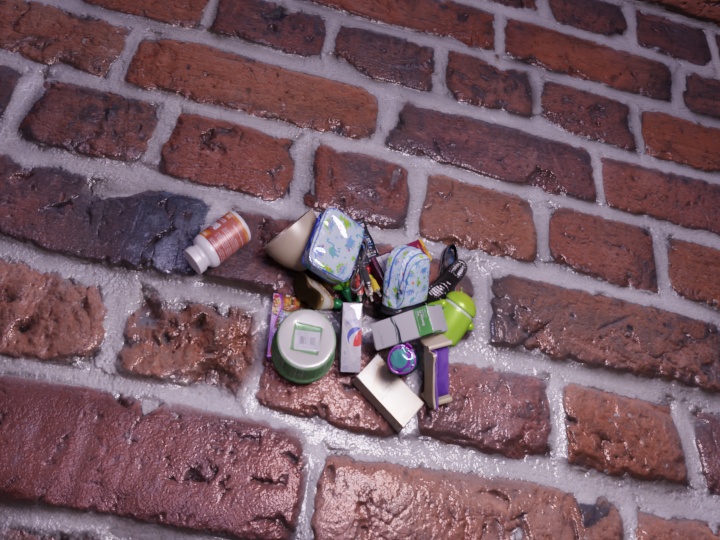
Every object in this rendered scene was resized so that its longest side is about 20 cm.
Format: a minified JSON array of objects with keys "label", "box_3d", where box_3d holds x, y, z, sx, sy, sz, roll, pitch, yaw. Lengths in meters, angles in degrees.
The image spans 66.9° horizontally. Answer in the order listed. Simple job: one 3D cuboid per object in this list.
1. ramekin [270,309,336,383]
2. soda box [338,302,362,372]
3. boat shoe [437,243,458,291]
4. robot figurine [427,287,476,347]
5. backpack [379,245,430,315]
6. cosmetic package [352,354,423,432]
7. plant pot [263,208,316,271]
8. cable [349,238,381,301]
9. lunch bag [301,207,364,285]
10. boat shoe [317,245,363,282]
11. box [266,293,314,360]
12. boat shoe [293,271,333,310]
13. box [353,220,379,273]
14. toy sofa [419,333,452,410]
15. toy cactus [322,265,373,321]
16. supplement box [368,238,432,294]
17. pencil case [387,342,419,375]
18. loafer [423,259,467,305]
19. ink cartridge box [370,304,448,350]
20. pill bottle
[{"label":"ramekin","box_3d":[-0.161,0.214,1.582,0.193,0.098,0.207,6,63,-11]},{"label":"soda box","box_3d":[-0.030,0.202,1.645,0.061,0.068,0.208,3,82,-7]},{"label":"boat shoe","box_3d":[0.306,0.000,1.858,0.068,0.067,0.206,15,62,-4]},{"label":"robot figurine","box_3d":[0.288,0.156,1.724,0.174,0.115,0.203,34,91,-30]},{"label":"backpack","box_3d":[0.140,0.026,1.668,0.159,0.151,0.208,-7,96,-39]},{"label":"cosmetic package","box_3d":[0.081,0.365,1.626,0.200,0.074,0.103,45,63,9]},{"label":"plant pot","box_3d":[-0.192,-0.079,1.728,0.200,0.199,0.136,-44,102,-27]},{"label":"cable","box_3d":[0.000,0.000,1.704,0.094,0.051,0.206,-10,63,-8]},{"label":"lunch bag","box_3d":[-0.083,-0.076,1.649,0.158,0.082,0.206,28,67,-23]},{"label":"boat shoe","box_3d":[-0.065,-0.031,1.741,0.199,0.073,0.065,-33,107,-32]},{"label":"box","box_3d":[-0.212,0.177,1.667,0.132,0.039,0.207,6,63,-10]},{"label":"boat shoe","box_3d":[-0.146,0.069,1.675,0.065,0.076,0.200,20,15,-37]},{"label":"box","box_3d":[-0.045,-0.064,1.820,0.194,0.046,0.163,-18,70,-20]},{"label":"toy sofa","box_3d":[0.232,0.303,1.617,0.080,0.097,0.207,-10,111,-18]},{"label":"toy cactus","box_3d":[-0.031,0.085,1.726,0.195,0.102,0.169,-23,86,-21]},{"label":"supplement box","box_3d":[0.125,-0.013,1.798,0.195,0.111,0.087,-22,69,-21]},{"label":"pencil case","box_3d":[0.130,0.262,1.611,0.084,0.200,0.094,36,89,12]},{"label":"loafer","box_3d":[0.281,0.045,1.791,0.073,0.200,0.071,44,18,2]},{"label":"ink cartridge box","box_3d":[0.146,0.171,1.636,0.195,0.145,0.086,-21,78,24]},{"label":"pill bottle","box_3d":[-0.447,-0.085,1.699,0.112,0.113,0.199,42,62,10]}]
